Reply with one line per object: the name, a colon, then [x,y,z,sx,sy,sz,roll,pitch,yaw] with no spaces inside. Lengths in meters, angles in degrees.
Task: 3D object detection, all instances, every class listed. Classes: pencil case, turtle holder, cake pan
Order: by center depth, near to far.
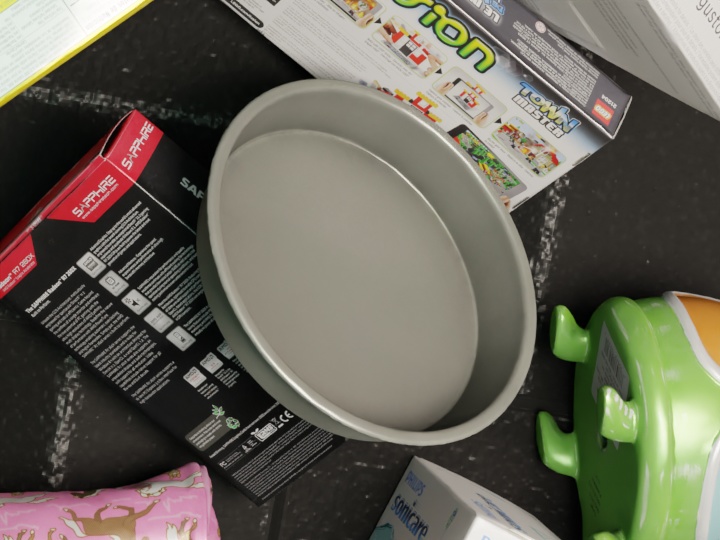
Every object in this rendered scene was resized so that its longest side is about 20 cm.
cake pan: [0.000,0.000,1.256,0.200,0.037,0.201,19,55,-29]
pencil case: [-0.173,0.149,1.302,0.199,0.087,0.083,-5,56,-9]
turtle holder: [0.175,0.103,1.339,0.131,0.141,0.186,-4,97,-11]

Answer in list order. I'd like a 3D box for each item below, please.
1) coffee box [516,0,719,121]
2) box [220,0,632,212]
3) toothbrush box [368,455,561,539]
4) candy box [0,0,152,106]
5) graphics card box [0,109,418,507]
coffee box: [0.136,-0.229,1.209,0.198,0.200,0.200,-53,145,-5]
box: [0.032,-0.117,1.298,0.200,0.110,0.035,39,50,-14]
toothbrush box: [0.032,0.215,1.324,0.085,0.146,0.200,27,91,-14]
candy box: [-0.199,-0.138,1.291,0.200,0.026,0.102,-35,105,-4]
graphics card box: [-0.084,0.023,1.291,0.200,0.051,0.125,40,128,-12]
